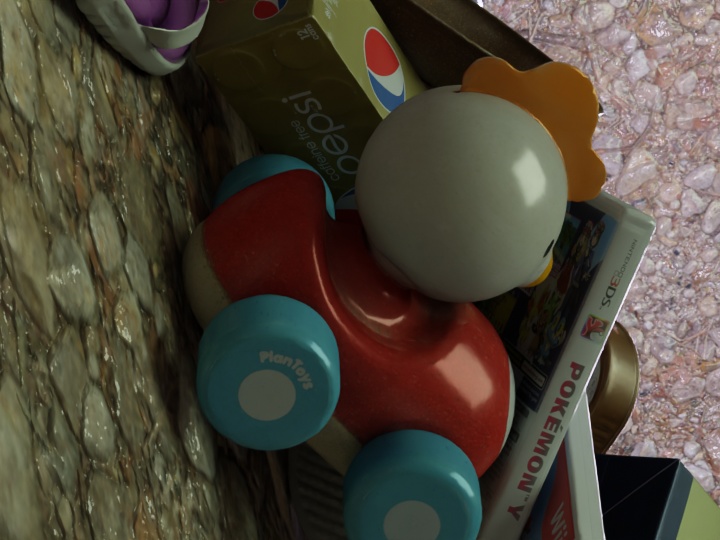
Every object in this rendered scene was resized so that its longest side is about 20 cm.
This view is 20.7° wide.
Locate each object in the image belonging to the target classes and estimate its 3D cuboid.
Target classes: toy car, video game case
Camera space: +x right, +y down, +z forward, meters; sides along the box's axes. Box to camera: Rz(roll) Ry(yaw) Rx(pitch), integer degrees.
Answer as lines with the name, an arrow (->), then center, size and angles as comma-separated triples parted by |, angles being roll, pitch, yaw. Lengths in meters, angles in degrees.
toy car -> 0.040, -0.005, 0.887 | 0.177, 0.200, 0.185 | 43, 18, -19
video game case -> 0.074, 0.037, 1.002 | 0.200, 0.023, 0.184 | -132, -116, -73
video game case -> 0.052, 0.158, 0.979 | 0.017, 0.200, 0.143 | 29, 28, -15

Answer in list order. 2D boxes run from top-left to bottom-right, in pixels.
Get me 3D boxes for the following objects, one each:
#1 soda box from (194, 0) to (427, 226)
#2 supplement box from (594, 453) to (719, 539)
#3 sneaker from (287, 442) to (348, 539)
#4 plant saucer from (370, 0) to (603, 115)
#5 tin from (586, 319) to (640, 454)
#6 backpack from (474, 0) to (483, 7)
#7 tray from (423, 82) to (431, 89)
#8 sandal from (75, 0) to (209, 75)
soda box -> -0.003, -0.071, 0.990 | 0.200, 0.067, 0.064 | 53, 31, -40
supplement box -> 0.143, 0.240, 1.138 | 0.200, 0.133, 0.201 | 47, 55, -40
sneaker -> 0.003, 0.081, 1.055 | 0.082, 0.073, 0.202 | 59, 21, -52
plant saucer -> 0.041, -0.129, 1.070 | 0.199, 0.037, 0.201 | 33, 14, -9
tin -> 0.113, 0.113, 1.364 | 0.042, 0.201, 0.112 | 27, 11, -38
backpack -> 0.017, -0.261, 1.371 | 0.201, 0.145, 0.184 | -95, 170, -56
tray -> 0.013, -0.132, 1.166 | 0.098, 0.037, 0.200 | 27, 16, -32
sandal -> -0.088, -0.131, 0.864 | 0.203, 0.049, 0.083 | -22, 101, -82
